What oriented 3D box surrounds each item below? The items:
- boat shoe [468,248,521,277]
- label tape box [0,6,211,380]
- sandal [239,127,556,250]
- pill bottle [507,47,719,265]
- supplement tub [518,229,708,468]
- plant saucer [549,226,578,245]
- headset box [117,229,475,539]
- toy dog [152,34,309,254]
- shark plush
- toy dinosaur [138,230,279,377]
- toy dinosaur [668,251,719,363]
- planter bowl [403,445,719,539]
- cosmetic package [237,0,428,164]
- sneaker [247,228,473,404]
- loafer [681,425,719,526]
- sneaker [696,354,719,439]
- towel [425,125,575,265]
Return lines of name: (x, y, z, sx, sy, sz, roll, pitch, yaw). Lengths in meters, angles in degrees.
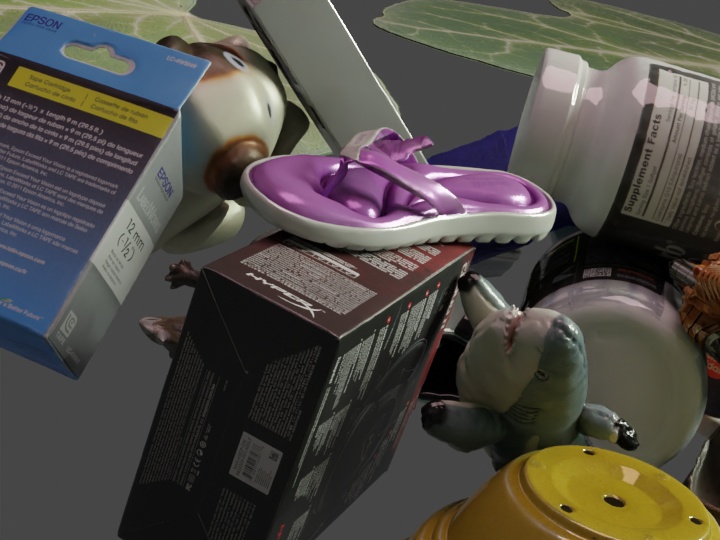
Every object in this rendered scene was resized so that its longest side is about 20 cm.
boat shoe: (0.035, -0.015, 1.047, 0.201, 0.065, 0.074, 1, 32, -35)
label tape box: (-0.189, -0.053, 0.822, 0.143, 0.066, 0.201, 19, 65, 19)
sandal: (0.024, -0.050, 0.698, 0.202, 0.050, 0.082, -2, 30, -42)
pill bottle: (0.197, -0.066, 0.842, 0.199, 0.117, 0.116, 16, 20, 2)
supplement tub: (0.161, 0.042, 0.878, 0.122, 0.123, 0.200, 16, 21, 7)
plant saucer: (0.231, 0.007, 1.036, 0.199, 0.036, 0.200, 23, -13, 6)
headset box: (-0.022, 0.053, 0.684, 0.077, 0.150, 0.200, 27, 24, 15)
toy dog: (-0.127, -0.091, 0.924, 0.193, 0.140, 0.200, -26, -1, -35)
shark plush: (0.103, 0.088, 0.701, 0.083, 0.201, 0.091, -2, 42, 31)
toy dinosaur: (-0.055, 0.027, 0.840, 0.199, 0.077, 0.102, -18, 38, -32)
toy dinosaur: (0.221, 0.034, 0.753, 0.136, 0.103, 0.200, 37, 26, 25)
planter bowl: (0.110, 0.140, 0.641, 0.199, 0.084, 0.201, 11, 20, -4)
cosmetic package: (-0.013, -0.118, 0.930, 0.050, 0.200, 0.083, -33, 27, 1)
sneaker: (0.005, 0.026, 0.884, 0.199, 0.074, 0.118, 19, 15, 7)
loafer: (0.231, 0.114, 0.805, 0.073, 0.071, 0.200, 18, 21, 15)
sneaker: (0.297, 0.062, 0.966, 0.075, 0.085, 0.199, 27, 24, 34)
towel: (0.143, -0.066, 0.979, 0.199, 0.050, 0.148, -20, 30, 10)
